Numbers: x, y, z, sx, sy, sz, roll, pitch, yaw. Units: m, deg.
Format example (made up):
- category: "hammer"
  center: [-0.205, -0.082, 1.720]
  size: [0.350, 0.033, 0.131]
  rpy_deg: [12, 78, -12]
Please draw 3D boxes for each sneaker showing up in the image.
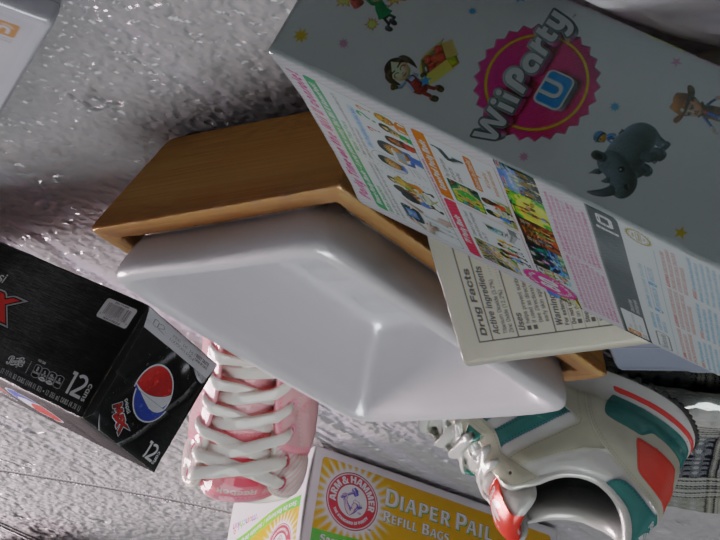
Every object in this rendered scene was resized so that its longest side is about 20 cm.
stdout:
- category: "sneaker"
  center: [-0.054, 0.065, 1.034]
  size: [0.075, 0.105, 0.201]
  rpy_deg: [10, 153, 2]
- category: "sneaker"
  center: [0.073, 0.086, 1.011]
  size: [0.199, 0.094, 0.070]
  rpy_deg: [20, 150, 12]

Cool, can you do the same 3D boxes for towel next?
- category: "towel"
  center: [0.205, 0.107, 1.113]
  size: [0.199, 0.035, 0.193]
  rpy_deg: [6, 153, 5]

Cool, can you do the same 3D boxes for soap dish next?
- category: "soap dish"
  center: [0.000, 0.000, 0.897]
  size: [0.157, 0.082, 0.200]
  rpy_deg: [-7, 150, 42]

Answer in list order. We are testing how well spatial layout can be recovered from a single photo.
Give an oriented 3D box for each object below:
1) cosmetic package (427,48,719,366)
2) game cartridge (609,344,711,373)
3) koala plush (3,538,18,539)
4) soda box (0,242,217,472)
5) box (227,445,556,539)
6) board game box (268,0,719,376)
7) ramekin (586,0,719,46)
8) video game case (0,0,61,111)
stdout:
- category: "cosmetic package"
  center: [0.128, -0.030, 0.770]
  size: [0.199, 0.073, 0.104]
  rpy_deg: [-7, 106, 33]
- category: "game cartridge"
  center: [0.172, -0.003, 0.903]
  size: [0.132, 0.041, 0.200]
  rpy_deg: [-4, 151, 16]
- category: "koala plush"
  center: [-0.220, 0.313, 1.515]
  size: [0.199, 0.178, 0.184]
  rpy_deg: [24, 140, -20]
- category: "soda box"
  center: [-0.171, 0.030, 0.964]
  size: [0.199, 0.064, 0.071]
  rpy_deg: [21, 164, 37]
- category: "box"
  center: [0.018, 0.205, 1.291]
  size: [0.199, 0.102, 0.112]
  rpy_deg: [21, 151, -24]
- category: "board game box"
  center: [0.081, -0.032, 0.661]
  size: [0.199, 0.065, 0.148]
  rpy_deg: [26, 169, 19]
- category: "ramekin"
  center: [0.131, -0.154, 0.546]
  size: [0.201, 0.095, 0.203]
  rpy_deg: [7, 153, 4]
- category: "video game case"
  center: [-0.250, -0.108, 0.841]
  size: [0.199, 0.022, 0.182]
  rpy_deg: [19, 152, -18]
